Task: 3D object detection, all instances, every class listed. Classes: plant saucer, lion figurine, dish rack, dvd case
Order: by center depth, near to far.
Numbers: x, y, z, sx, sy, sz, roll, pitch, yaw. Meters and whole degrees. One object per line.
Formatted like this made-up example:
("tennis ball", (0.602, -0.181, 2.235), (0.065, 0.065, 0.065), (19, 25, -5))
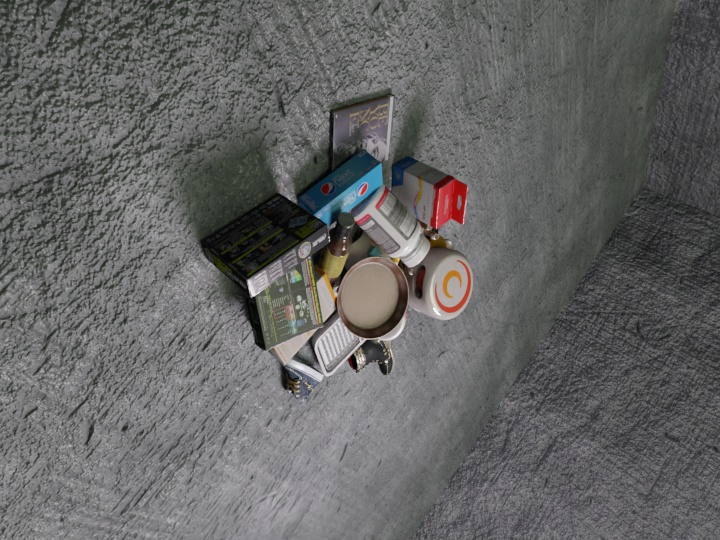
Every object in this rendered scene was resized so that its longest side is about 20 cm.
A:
("dvd case", (0.005, -0.302, 1.195), (0.197, 0.016, 0.154), (-29, 135, -39))
("plant saucer", (0.028, 0.066, 1.316), (0.192, 0.034, 0.210), (-4, 101, -20))
("lion figurine", (0.142, -0.088, 1.411), (0.072, 0.123, 0.201), (38, 96, -32))
("dish rack", (-0.054, 0.173, 1.448), (0.199, 0.043, 0.175), (-43, 144, -24))

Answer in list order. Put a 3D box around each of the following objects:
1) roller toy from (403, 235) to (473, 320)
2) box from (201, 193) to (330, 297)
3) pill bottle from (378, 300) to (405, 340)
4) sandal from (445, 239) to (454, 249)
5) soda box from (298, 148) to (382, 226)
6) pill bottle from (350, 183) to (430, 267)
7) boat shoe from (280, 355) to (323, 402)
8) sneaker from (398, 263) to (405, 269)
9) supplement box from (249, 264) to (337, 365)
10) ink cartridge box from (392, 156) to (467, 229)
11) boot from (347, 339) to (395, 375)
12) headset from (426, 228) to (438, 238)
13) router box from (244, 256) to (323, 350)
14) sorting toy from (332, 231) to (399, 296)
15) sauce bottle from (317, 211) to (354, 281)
("roller toy", (0.206, 0.029, 1.450), (0.182, 0.138, 0.204), (-42, 119, -21))
("box", (-0.179, -0.055, 1.007), (0.198, 0.158, 0.045), (-38, 142, -29))
("pill bottle", (0.077, 0.121, 1.465), (0.113, 0.107, 0.200), (-63, 174, 7))
("sandal", (0.222, -0.029, 1.557), (0.197, 0.054, 0.085), (-32, 111, -34))
("soda box", (-0.041, -0.175, 1.164), (0.198, 0.064, 0.069), (-39, 151, -19))
("pill bottle", (0.077, -0.105, 1.272), (0.199, 0.110, 0.112), (43, 80, -19))
("boat shoe", (-0.164, 0.279, 1.354), (0.093, 0.069, 0.201), (-57, 149, -10))
("sneaker", (0.118, 0.019, 1.499), (0.076, 0.094, 0.200), (-27, 145, 12))
("supplement box", (-0.151, 0.099, 1.235), (0.200, 0.072, 0.128), (-46, 144, -22))
("ink cartridge box", (0.170, -0.190, 1.330), (0.066, 0.197, 0.120), (-31, 138, -32))
("boot", (0.030, 0.266, 1.605), (0.151, 0.073, 0.210), (-32, 134, -30))
("headset", (0.172, -0.128, 1.517), (0.202, 0.094, 0.122), (-53, 155, 17))
("router box", (-0.165, 0.042, 1.108), (0.146, 0.061, 0.209), (-18, 107, -33))
("sorting toy", (0.000, 0.000, 1.366), (0.174, 0.107, 0.207), (-11, 126, -25))
("sauce bottle", (-0.053, -0.054, 1.202), (0.064, 0.065, 0.202), (-32, 160, -33))
